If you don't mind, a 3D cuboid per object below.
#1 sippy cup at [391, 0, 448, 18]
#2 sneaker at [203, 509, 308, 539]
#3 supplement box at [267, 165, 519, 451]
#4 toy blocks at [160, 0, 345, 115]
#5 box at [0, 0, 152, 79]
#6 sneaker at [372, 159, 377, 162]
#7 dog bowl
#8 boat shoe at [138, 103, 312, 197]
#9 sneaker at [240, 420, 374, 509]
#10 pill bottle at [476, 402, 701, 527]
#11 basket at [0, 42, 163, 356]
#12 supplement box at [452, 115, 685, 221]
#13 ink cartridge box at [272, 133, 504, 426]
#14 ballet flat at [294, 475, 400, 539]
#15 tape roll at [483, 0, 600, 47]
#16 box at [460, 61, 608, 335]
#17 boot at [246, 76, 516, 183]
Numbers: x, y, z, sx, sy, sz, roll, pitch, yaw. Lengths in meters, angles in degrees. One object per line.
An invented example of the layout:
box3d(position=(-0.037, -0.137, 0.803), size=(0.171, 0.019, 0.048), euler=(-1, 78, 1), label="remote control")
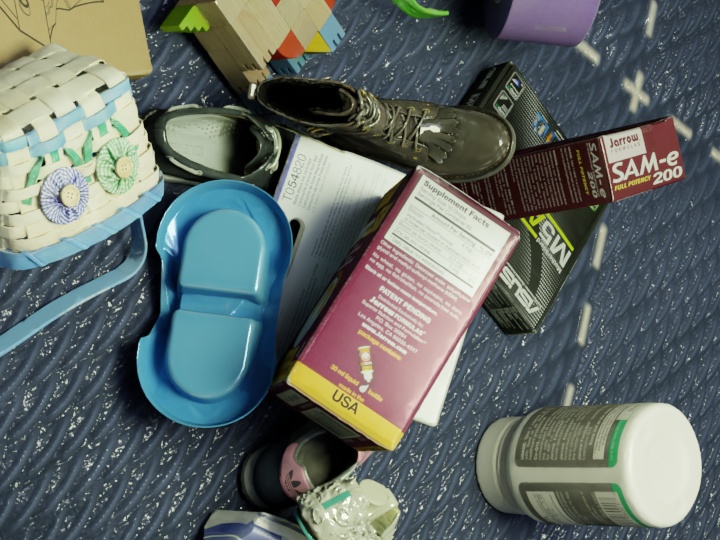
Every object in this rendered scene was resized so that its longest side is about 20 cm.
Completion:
box3d(position=(0.067, -0.339, 1.337), size=(0.130, 0.140, 0.179), euler=(6, 122, -50), label="sippy cup")
box3d(position=(-0.056, 0.290, 1.170), size=(0.199, 0.080, 0.116), euler=(45, 56, -30), label="sneaker")
box3d(position=(0.022, 0.035, 1.128), size=(0.103, 0.131, 0.201), euler=(33, 77, -5), label="supplement box")
box3d(position=(-0.071, -0.231, 1.229), size=(0.137, 0.099, 0.201), euler=(53, 54, -37), label="toy blocks")
box3d(position=(-0.248, -0.223, 1.081), size=(0.199, 0.021, 0.165), euler=(-15, 95, -54), label="box")
box3d(position=(0.000, 0.000, 1.283), size=(0.087, 0.074, 0.201), euler=(26, 77, 6), label="sneaker")
box3d(position=(-0.114, 0.030, 1.142), size=(0.110, 0.050, 0.202), euler=(6, 77, 3), label="dog bowl")
box3d(position=(-0.103, -0.099, 1.192), size=(0.199, 0.060, 0.076), euler=(-3, 86, -41), label="boat shoe")
box3d(position=(-0.009, 0.147, 1.228), size=(0.200, 0.082, 0.071), euler=(-35, 105, -39), label="sneaker")
box3d(position=(0.211, 0.184, 1.338), size=(0.112, 0.199, 0.114), euler=(6, 81, -40), label="pill bottle")
box3d(position=(-0.233, -0.047, 1.032), size=(0.176, 0.138, 0.201), euler=(-37, 144, -39), label="basket")
box3d(position=(0.182, -0.087, 1.291), size=(0.108, 0.199, 0.061), euler=(-18, 95, -39), label="supplement box")
box3d(position=(0.002, 0.009, 1.215), size=(0.198, 0.041, 0.201), euler=(22, 79, -9), label="ink cartridge box")
box3d(position=(0.002, 0.206, 1.172), size=(0.200, 0.071, 0.073), euler=(50, 44, -73), label="ballet flat")
box3d(position=(0.179, -0.322, 1.370), size=(0.084, 0.200, 0.202), euler=(4, 80, -7), label="tape roll")
box3d(position=(0.150, -0.072, 1.421), size=(0.200, 0.047, 0.194), euler=(50, 54, -24), label="box")
box3d(position=(0.021, -0.123, 1.196), size=(0.174, 0.198, 0.070), euler=(10, 89, -71), label="boot")
